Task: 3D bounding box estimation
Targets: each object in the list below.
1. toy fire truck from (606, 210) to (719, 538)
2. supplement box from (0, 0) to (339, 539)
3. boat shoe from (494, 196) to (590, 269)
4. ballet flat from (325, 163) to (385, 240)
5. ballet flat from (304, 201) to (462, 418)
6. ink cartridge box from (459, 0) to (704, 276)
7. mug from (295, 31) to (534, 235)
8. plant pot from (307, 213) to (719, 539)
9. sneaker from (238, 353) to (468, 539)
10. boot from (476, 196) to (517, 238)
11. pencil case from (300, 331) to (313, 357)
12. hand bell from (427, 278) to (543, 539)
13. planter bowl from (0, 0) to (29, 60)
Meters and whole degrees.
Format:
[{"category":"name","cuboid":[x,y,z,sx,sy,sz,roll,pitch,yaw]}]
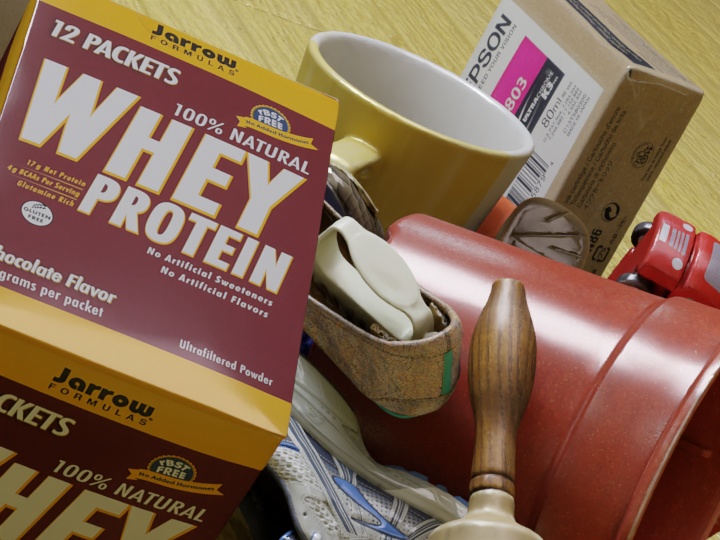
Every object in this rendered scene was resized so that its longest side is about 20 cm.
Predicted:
[{"category":"toy fire truck","cuboid":[0.178,0.065,1.358,0.141,0.200,0.049,27,47,-5]},{"category":"supplement box","cuboid":[-0.117,0.032,0.964,0.133,0.200,0.197,23,41,-13]},{"category":"boat shoe","cuboid":[0.072,0.039,1.422,0.072,0.065,0.200,35,48,-2]},{"category":"ballet flat","cuboid":[0.000,0.000,1.341,0.067,0.046,0.200,47,-17,34]},{"category":"ballet flat","cuboid":[-0.024,-0.013,1.172,0.200,0.067,0.068,38,55,17]},{"category":"ink cartridge box","cuboid":[0.124,-0.082,1.664,0.075,0.200,0.165,15,22,-35]},{"category":"mug","cuboid":[-0.007,-0.046,1.467,0.186,0.153,0.149,8,27,-43]},{"category":"plant pot","cuboid":[0.083,0.075,1.248,0.195,0.201,0.201,26,18,20]},{"category":"sneaker","cuboid":[-0.009,0.130,1.155,0.200,0.077,0.085,41,48,1]},{"category":"boot","cuboid":[0.037,-0.046,1.575,0.107,0.075,0.200,47,-10,-34]},{"category":"pencil case","cuboid":[-0.072,-0.003,1.313,0.087,0.078,0.200,58,-17,-24]},{"category":"hand bell","cuboid":[0.063,0.095,1.118,0.104,0.104,0.200,20,60,-21]},{"category":"planter bowl","cuboid":[-0.239,-0.105,1.138,0.200,0.135,0.200,-10,24,4]}]
